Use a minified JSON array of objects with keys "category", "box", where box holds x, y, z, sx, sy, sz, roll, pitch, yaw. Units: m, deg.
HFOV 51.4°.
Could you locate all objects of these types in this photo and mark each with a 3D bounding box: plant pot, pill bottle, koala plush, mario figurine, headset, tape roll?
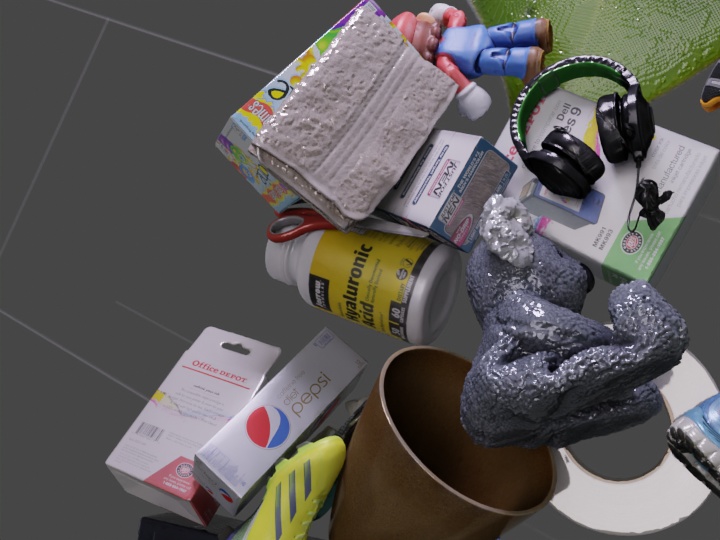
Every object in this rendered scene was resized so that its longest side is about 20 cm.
[{"category":"plant pot","box":[0.054,0.208,0.720,0.186,0.186,0.201,47,124,23]},{"category":"pill bottle","box":[0.000,0.000,0.815,0.199,0.111,0.112,19,86,24]},{"category":"koala plush","box":[0.153,0.041,0.667,0.183,0.178,0.201,-17,57,-2]},{"category":"mario figurine","box":[0.114,-0.240,0.847,0.199,0.124,0.107,10,123,22]},{"category":"headset","box":[0.210,-0.118,0.673,0.123,0.094,0.201,-33,58,13]},{"category":"tape roll","box":[0.248,0.150,0.728,0.201,0.037,0.204,-4,78,21]}]

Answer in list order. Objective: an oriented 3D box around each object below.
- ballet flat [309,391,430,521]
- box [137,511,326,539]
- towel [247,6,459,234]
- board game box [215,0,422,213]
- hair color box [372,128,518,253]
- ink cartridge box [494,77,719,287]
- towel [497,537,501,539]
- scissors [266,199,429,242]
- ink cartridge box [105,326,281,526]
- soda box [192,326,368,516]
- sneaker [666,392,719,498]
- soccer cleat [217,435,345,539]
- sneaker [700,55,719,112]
[{"category":"ballet flat","box":[-0.010,0.180,0.809,0.200,0.072,0.072,-46,67,6]},{"category":"box","box":[-0.141,0.351,0.800,0.199,0.104,0.149,6,81,22]},{"category":"towel","box":[-0.003,-0.147,0.720,0.132,0.034,0.201,37,74,-11]},{"category":"board game box","box":[-0.040,-0.171,0.785,0.103,0.105,0.200,46,72,-10]},{"category":"hair color box","box":[0.062,-0.094,0.783,0.100,0.060,0.200,-60,31,0]},{"category":"ink cartridge box","box":[0.231,-0.084,0.756,0.199,0.087,0.146,31,92,26]},{"category":"towel","box":[0.115,0.370,0.741,0.144,0.024,0.201,-34,69,12]},{"category":"scissors","box":[-0.013,-0.057,0.772,0.199,0.014,0.073,-1,42,29]},{"category":"ink cartridge box","box":[-0.174,0.167,0.844,0.116,0.068,0.201,15,52,23]},{"category":"soda box","box":[-0.081,0.152,0.776,0.064,0.068,0.200,40,56,12]},{"category":"sneaker","box":[0.362,0.184,0.637,0.090,0.078,0.200,-42,91,-7]},{"category":"soccer cleat","box":[-0.070,0.242,0.702,0.200,0.065,0.084,-51,54,10]},{"category":"sneaker","box":[0.418,-0.143,0.709,0.200,0.078,0.077,45,110,26]}]
